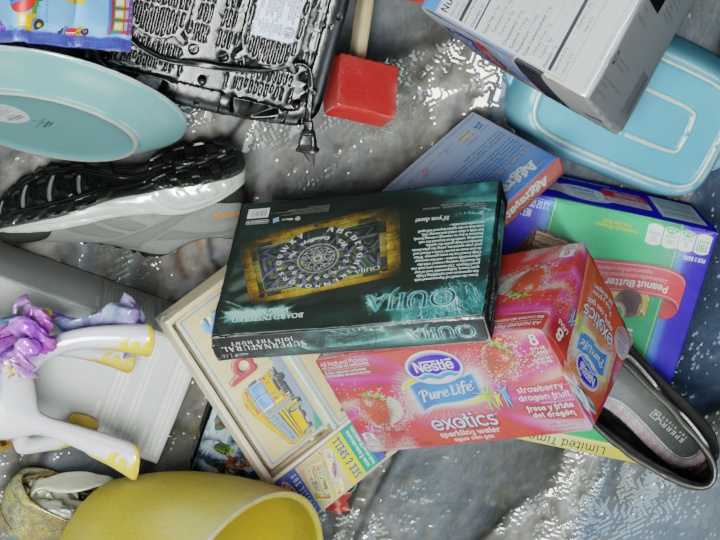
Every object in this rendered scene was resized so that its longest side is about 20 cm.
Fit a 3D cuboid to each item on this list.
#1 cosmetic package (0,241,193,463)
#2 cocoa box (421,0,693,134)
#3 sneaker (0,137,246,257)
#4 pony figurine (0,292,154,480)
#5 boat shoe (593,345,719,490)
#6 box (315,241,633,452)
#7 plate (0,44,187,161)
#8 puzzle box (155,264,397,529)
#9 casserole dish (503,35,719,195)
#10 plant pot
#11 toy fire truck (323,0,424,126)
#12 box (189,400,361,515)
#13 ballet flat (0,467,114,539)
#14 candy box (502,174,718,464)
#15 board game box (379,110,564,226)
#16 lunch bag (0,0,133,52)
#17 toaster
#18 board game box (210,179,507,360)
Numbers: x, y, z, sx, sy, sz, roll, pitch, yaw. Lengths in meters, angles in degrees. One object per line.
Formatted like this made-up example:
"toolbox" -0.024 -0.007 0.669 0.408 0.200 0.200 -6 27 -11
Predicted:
"cosmetic package" -0.228 0.058 1.431 0.199 0.090 0.107 23 105 -10
"cocoa box" 0.144 -0.192 1.291 0.131 0.200 0.134 30 95 13
"sneaker" -0.181 -0.040 1.408 0.198 0.074 0.080 -7 127 1
"pony figurine" -0.251 0.066 1.323 0.198 0.167 0.195 0 114 -22
"boat shoe" 0.199 0.096 1.417 0.200 0.057 0.067 37 105 -16
"box" 0.082 0.058 1.350 0.199 0.100 0.096 -9 123 36
"plate" -0.221 -0.111 1.320 0.198 0.200 0.026 11 76 -9
"puzzle box" -0.050 0.078 1.420 0.133 0.025 0.201 -37 110 -14
"casserole dish" 0.205 -0.127 1.431 0.199 0.039 0.122 22 105 -12
"plant pot" -0.142 0.228 1.388 0.141 0.199 0.202 24 111 31
"toy fire truck" 0.023 -0.220 1.346 0.048 0.141 0.202 10 69 -21
"box" -0.042 0.084 1.481 0.136 0.040 0.201 16 107 -12
"ballet flat" -0.187 0.194 1.489 0.198 0.071 0.071 9 109 -5
"candy box" 0.165 0.035 1.464 0.168 0.077 0.202 11 109 -10
"board game box" 0.046 -0.033 1.379 0.200 0.103 0.020 -41 133 -14
"lunch bag" -0.242 -0.231 1.281 0.094 0.199 0.152 0 97 -40
"toaster" -0.097 -0.203 1.332 0.179 0.119 0.202 13 107 -9
"board game box" 0.000 0.000 1.320 0.198 0.136 0.028 -4 136 16
